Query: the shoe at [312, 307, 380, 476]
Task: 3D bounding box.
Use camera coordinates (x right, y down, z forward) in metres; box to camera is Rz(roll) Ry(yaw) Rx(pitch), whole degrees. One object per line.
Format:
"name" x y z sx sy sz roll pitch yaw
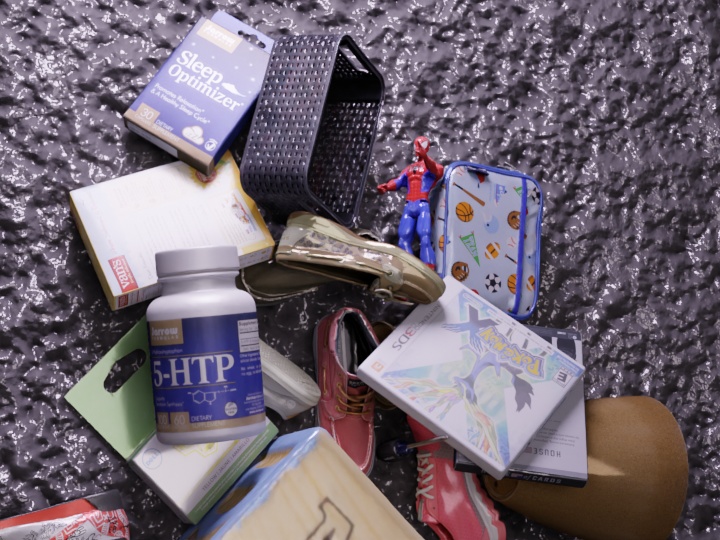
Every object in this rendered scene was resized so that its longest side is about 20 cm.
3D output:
"shoe" -0.014 0.144 1.471 0.070 0.091 0.203 -4 80 -16

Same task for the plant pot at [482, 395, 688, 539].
"plant pot" 0.249 0.233 1.495 0.198 0.186 0.189 9 76 -24

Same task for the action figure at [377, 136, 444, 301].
"action figure" 0.057 -0.074 1.512 0.099 0.064 0.203 34 58 -55

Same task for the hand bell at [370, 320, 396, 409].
"hand bell" 0.105 0.102 1.545 0.198 0.104 0.106 -7 81 -35

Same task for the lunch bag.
"lunch bag" 0.157 -0.038 1.588 0.158 0.075 0.203 12 76 -21

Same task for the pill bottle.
"pill bottle" -0.167 0.078 1.350 0.118 0.119 0.203 -5 89 -22

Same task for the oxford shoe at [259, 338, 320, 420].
"oxford shoe" -0.136 0.103 1.452 0.199 0.075 0.058 40 104 -8

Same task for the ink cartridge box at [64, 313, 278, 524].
"ink cartridge box" -0.210 0.162 1.419 0.200 0.048 0.146 47 68 -9

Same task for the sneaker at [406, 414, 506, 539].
"sneaker" 0.097 0.257 1.503 0.086 0.074 0.202 -28 90 -22

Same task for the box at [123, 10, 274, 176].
"box" -0.175 -0.220 1.497 0.120 0.032 0.201 29 66 8

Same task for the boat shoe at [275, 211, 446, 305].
"boat shoe" 0.000 0.000 1.444 0.198 0.073 0.063 22 68 -1

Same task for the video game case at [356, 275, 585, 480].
"video game case" 0.126 0.114 1.424 0.199 0.022 0.182 35 54 17

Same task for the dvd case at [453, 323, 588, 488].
"dvd case" 0.181 0.146 1.438 0.148 0.025 0.202 8 51 -3

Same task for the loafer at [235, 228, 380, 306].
"loafer" -0.060 -0.013 1.499 0.198 0.070 0.076 -19 86 -23

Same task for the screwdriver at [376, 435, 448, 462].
"screwdriver" 0.062 0.201 1.431 0.028 0.200 0.029 -23 91 -23

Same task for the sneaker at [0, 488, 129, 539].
"sneaker" -0.336 0.307 1.328 0.199 0.067 0.109 -12 81 -25

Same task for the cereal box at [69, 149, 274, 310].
"cereal box" -0.215 -0.050 1.442 0.198 0.040 0.145 -18 66 -22

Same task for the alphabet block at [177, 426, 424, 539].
"alphabet block" -0.066 0.312 1.365 0.200 0.195 0.196 47 69 -5

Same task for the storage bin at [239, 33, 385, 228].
"storage bin" -0.054 -0.163 1.485 0.135 0.093 0.203 41 59 -57
